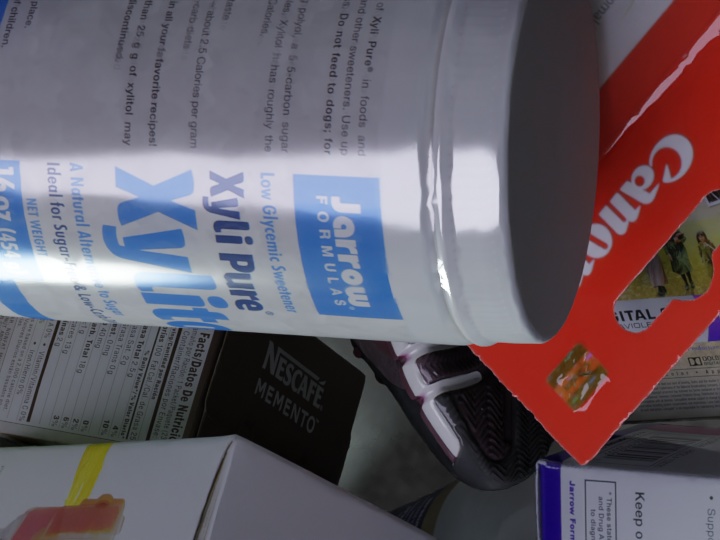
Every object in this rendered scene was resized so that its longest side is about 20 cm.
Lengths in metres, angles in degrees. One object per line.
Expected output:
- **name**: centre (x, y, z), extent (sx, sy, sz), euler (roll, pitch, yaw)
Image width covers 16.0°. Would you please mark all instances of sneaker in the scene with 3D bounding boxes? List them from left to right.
- **sneaker**: centre (0.000, 0.000, 1.006), extent (0.115, 0.075, 0.201), euler (-28, 80, 48)

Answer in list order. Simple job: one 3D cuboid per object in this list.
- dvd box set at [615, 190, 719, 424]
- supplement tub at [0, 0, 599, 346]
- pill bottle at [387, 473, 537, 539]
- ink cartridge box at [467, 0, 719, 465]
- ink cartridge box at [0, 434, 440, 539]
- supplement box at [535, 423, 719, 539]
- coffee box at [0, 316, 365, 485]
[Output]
- **dvd box set**: centre (0.123, -0.038, 0.939), extent (0.146, 0.029, 0.201), euler (-7, 115, 34)
- **supplement tub**: centre (-0.032, -0.045, 0.832), extent (0.199, 0.132, 0.133), euler (3, 120, 19)
- **pill bottle**: centre (0.011, 0.164, 1.080), extent (0.200, 0.111, 0.111), euler (-30, 101, 40)
- **ink cartridge box**: centre (0.049, -0.057, 0.887), extent (0.200, 0.057, 0.163), euler (49, 113, 22)
- **ink cartridge box**: centre (-0.065, 0.127, 0.978), extent (0.145, 0.084, 0.199), euler (29, 158, -34)
- **supplement box**: centre (0.175, 0.116, 0.938), extent (0.199, 0.101, 0.104), euler (0, 96, 32)
- **coffee box**: centre (-0.114, 0.049, 1.067), extent (0.199, 0.080, 0.114), euler (7, 162, 31)
